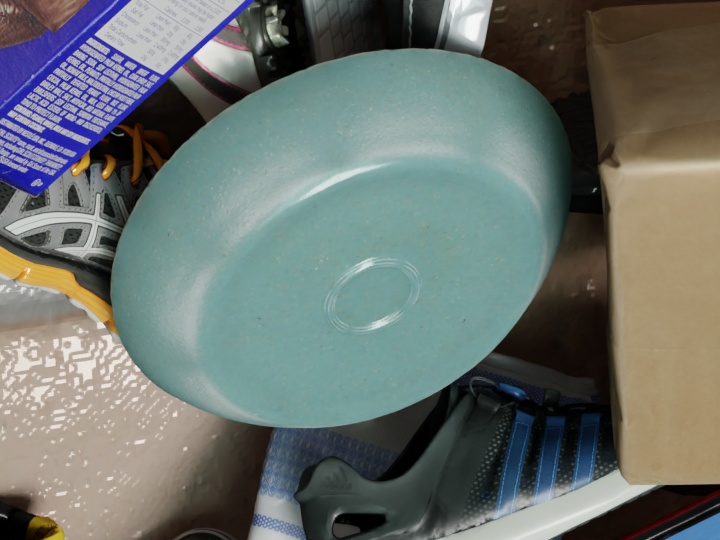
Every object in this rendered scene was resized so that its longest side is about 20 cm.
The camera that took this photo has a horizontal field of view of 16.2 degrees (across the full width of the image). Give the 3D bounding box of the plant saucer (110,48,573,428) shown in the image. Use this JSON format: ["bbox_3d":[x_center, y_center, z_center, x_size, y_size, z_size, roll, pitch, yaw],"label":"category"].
[{"bbox_3d":[0.000,0.000,1.018,0.199,0.036,0.200,-15,138,-14],"label":"plant saucer"}]

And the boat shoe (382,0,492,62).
[{"bbox_3d":[0.025,-0.153,0.994,0.056,0.069,0.201,3,115,-11],"label":"boat shoe"}]

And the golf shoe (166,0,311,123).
[{"bbox_3d":[-0.072,-0.109,0.992,0.088,0.077,0.200,-14,120,10],"label":"golf shoe"}]

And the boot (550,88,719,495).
[{"bbox_3d":[0.143,0.013,1.140,0.164,0.066,0.200,-9,128,-11],"label":"boot"}]

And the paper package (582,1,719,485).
[{"bbox_3d":[0.193,-0.010,1.002,0.199,0.104,0.191,-3,133,5],"label":"paper package"}]

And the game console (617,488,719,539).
[{"bbox_3d":[0.197,0.150,1.152,0.200,0.119,0.173,-24,104,-9],"label":"game console"}]

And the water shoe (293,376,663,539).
[{"bbox_3d":[0.068,0.077,1.085,0.200,0.071,0.079,-24,86,-19],"label":"water shoe"}]

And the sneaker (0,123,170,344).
[{"bbox_3d":[-0.111,-0.031,1.021,0.077,0.078,0.200,-46,134,13],"label":"sneaker"}]

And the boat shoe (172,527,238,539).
[{"bbox_3d":[-0.106,0.198,1.112,0.200,0.070,0.066,-60,160,-17],"label":"boat shoe"}]

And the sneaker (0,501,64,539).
[{"bbox_3d":[-0.157,0.154,1.121,0.090,0.070,0.200,-32,125,4],"label":"sneaker"}]

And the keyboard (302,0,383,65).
[{"bbox_3d":[-0.001,-0.057,1.052,0.011,0.056,0.200,6,127,20],"label":"keyboard"}]

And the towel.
[{"bbox_3d":[0.021,0.124,1.114,0.147,0.024,0.201,19,77,-17],"label":"towel"}]

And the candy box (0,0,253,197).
[{"bbox_3d":[-0.102,-0.156,0.882,0.200,0.169,0.077,-42,161,8],"label":"candy box"}]
